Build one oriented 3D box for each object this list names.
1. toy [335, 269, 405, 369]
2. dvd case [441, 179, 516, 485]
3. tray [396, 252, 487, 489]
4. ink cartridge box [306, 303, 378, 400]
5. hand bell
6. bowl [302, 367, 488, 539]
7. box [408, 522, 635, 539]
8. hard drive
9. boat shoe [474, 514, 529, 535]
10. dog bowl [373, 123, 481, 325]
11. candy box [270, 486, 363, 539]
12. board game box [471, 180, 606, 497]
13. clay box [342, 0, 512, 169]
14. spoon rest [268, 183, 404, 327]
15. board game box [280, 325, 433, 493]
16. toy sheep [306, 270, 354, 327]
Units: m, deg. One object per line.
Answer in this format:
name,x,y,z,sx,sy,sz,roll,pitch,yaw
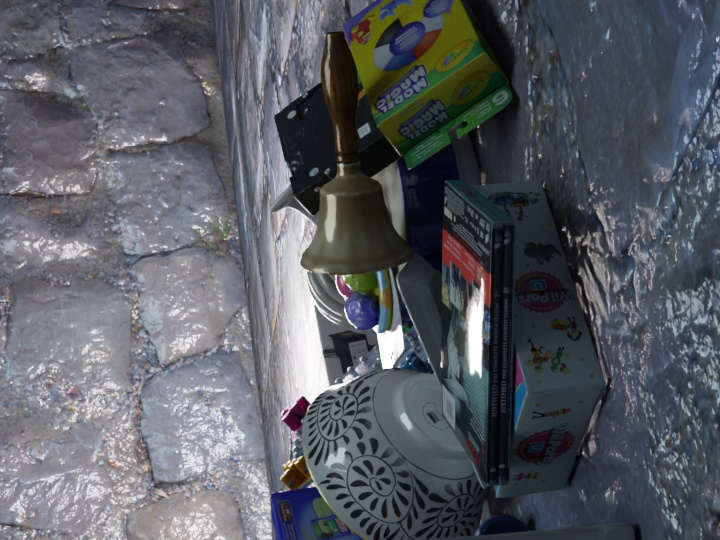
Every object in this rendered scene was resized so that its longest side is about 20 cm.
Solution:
toy,0.000,0.000,1.318,0.115,0.047,0.202,109,155,-68
dvd case,0.088,0.043,1.025,0.146,0.022,0.202,-125,34,-72
tray,0.086,0.083,1.180,0.202,0.022,0.107,67,-164,-7
ink cartridge box,-0.014,0.160,1.776,0.145,0.083,0.201,100,162,-51
hand bell,-0.011,-0.107,1.170,0.104,0.103,0.202,-130,34,-72
bowl,0.053,0.159,1.245,0.094,0.199,0.202,-52,36,37
box,0.093,0.293,0.951,0.171,0.197,0.202,115,150,-69
hard drive,0.014,-0.154,1.263,0.038,0.199,0.140,44,-162,-38
boat shoe,0.129,0.317,1.143,0.073,0.071,0.202,98,175,-65
dog bowl,0.060,-0.047,1.318,0.200,0.078,0.202,176,90,-79
candy box,0.020,0.291,1.334,0.170,0.198,0.078,-109,15,-52
board game box,0.125,0.053,1.058,0.148,0.064,0.201,97,164,-50
clay box,0.057,-0.186,1.186,0.048,0.114,0.201,46,-162,-37
spoon rest,-0.009,-0.019,1.439,0.099,0.200,0.061,-44,7,20
board game box,-0.010,0.135,1.456,0.026,0.200,0.200,45,-171,-14
toy sheep,-0.001,-0.002,1.544,0.200,0.136,0.139,103,160,-61
